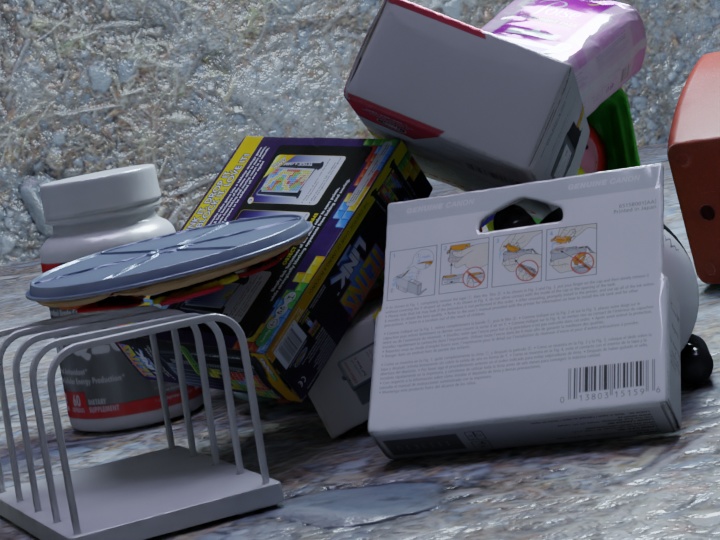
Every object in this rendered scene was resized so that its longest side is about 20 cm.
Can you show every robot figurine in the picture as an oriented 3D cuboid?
[{"bbox_3d":[0.170,0.014,1.417,0.149,0.126,0.200,-3,7,2],"label":"robot figurine"}]

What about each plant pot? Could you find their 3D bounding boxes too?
[{"bbox_3d":[0.382,-0.087,1.819,0.198,0.202,0.176,-6,18,35],"label":"plant pot"}]

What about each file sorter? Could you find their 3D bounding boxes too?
[{"bbox_3d":[-0.157,0.093,1.298,0.138,0.126,0.200,-12,6,-23],"label":"file sorter"}]

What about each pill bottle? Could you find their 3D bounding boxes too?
[{"bbox_3d":[-0.198,0.021,1.642,0.113,0.202,0.114,-10,6,1],"label":"pill bottle"}]

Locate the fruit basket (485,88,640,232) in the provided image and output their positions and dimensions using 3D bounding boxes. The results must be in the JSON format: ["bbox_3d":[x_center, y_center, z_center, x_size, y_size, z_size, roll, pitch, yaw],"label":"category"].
[{"bbox_3d":[0.175,-0.057,1.752,0.154,0.218,0.216,-10,6,-2],"label":"fruit basket"}]

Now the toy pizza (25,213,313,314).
[{"bbox_3d":[-0.127,0.000,1.361,0.198,0.032,0.200,-13,8,2],"label":"toy pizza"}]

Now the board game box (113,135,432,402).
[{"bbox_3d":[-0.064,-0.006,1.453,0.164,0.057,0.201,4,52,44],"label":"board game box"}]

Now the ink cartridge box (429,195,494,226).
[{"bbox_3d":[-0.015,-0.016,1.687,0.197,0.044,0.200,12,-26,-26],"label":"ink cartridge box"}]

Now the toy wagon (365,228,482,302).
[{"bbox_3d":[0.000,0.000,1.533,0.199,0.040,0.155,-31,4,-24],"label":"toy wagon"}]

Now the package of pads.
[{"bbox_3d":[0.148,-0.169,1.730,0.120,0.076,0.200,17,39,31],"label":"package of pads"}]

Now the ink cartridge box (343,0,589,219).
[{"bbox_3d":[0.082,-0.112,1.463,0.147,0.086,0.200,22,-4,12],"label":"ink cartridge box"}]

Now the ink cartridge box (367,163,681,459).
[{"bbox_3d":[0.107,0.027,1.311,0.198,0.175,0.044,-7,-33,20],"label":"ink cartridge box"}]

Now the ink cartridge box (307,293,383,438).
[{"bbox_3d":[0.018,0.057,1.462,0.199,0.068,0.117,-28,5,7],"label":"ink cartridge box"}]

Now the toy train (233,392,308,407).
[{"bbox_3d":[-0.031,0.059,1.629,0.113,0.086,0.200,2,10,17],"label":"toy train"}]
